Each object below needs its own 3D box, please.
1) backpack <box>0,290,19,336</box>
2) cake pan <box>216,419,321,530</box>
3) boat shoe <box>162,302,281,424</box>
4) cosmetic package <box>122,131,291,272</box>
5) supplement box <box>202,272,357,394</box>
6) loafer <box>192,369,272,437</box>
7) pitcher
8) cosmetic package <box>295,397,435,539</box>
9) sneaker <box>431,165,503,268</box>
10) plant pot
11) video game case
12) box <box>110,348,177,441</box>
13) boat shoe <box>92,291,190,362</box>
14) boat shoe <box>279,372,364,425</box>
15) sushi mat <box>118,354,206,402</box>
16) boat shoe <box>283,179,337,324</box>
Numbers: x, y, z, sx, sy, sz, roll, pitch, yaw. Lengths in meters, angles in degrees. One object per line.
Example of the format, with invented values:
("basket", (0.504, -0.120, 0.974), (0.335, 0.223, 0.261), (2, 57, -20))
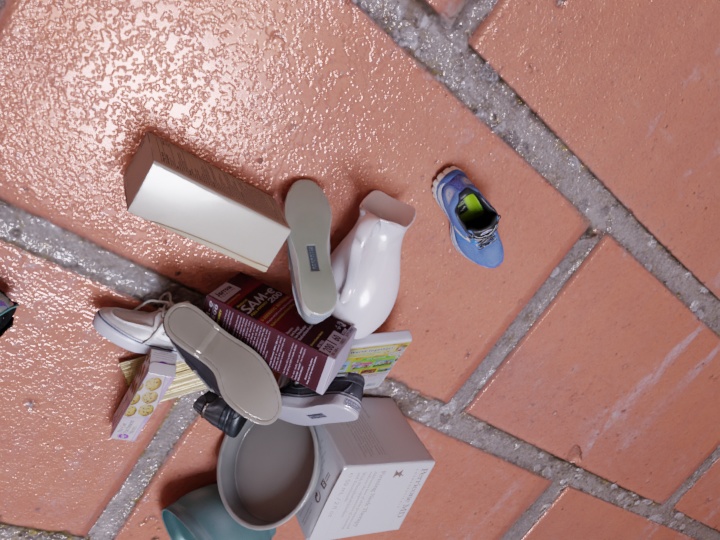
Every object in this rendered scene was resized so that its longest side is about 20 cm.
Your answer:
("backpack", (-0.509, 0.078, 0.718), (0.175, 0.201, 0.154), (-39, 112, 5))
("cake pan", (-0.145, 0.312, 1.040), (0.200, 0.201, 0.037), (-43, 145, 6))
("boat shoe", (-0.183, 0.126, 0.854), (0.200, 0.063, 0.073), (46, 63, -4))
("cosmetic package", (-0.196, -0.086, 0.824), (0.197, 0.104, 0.074), (25, 108, -33))
("supplement box", (-0.114, 0.083, 0.899), (0.196, 0.109, 0.062), (24, 113, 8))
("loafer", (-0.176, 0.159, 0.946), (0.071, 0.200, 0.074), (23, 111, 3))
("pitcher", (0.000, 0.000, 0.933), (0.119, 0.171, 0.204), (26, 111, 13))
("cosmetic package", (-0.013, 0.338, 1.116), (0.196, 0.167, 0.170), (8, 116, -36))
("sneaker", (0.181, -0.067, 1.018), (0.078, 0.090, 0.201), (-37, 128, 3))
("plant pot", (-0.229, 0.448, 1.097), (0.133, 0.198, 0.204), (-34, 133, -36))
("video game case", (-0.033, 0.157, 1.050), (0.195, 0.023, 0.183), (-4, 148, -22))
("box", (-0.314, 0.183, 0.924), (0.041, 0.039, 0.200), (17, 134, -27))
("boat shoe", (-0.266, 0.074, 0.903), (0.199, 0.075, 0.087), (25, 106, -29))
("boat shoe", (-0.073, 0.187, 0.971), (0.197, 0.069, 0.072), (-16, 135, 43))
("sushi mat", (-0.263, 0.152, 0.994), (0.195, 0.012, 0.098), (-14, 123, -17))
("boat shoe", (-0.076, -0.024, 0.891), (0.068, 0.206, 0.072), (0, 158, -21))
